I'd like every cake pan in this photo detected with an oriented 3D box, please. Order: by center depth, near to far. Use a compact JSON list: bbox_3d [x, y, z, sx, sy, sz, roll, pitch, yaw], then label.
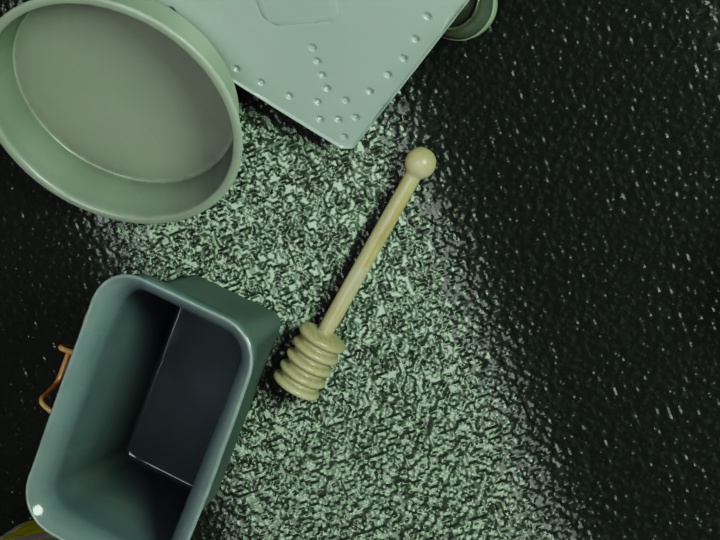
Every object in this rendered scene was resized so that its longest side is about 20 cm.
[{"bbox_3d":[-0.172,-0.120,1.495,0.199,0.037,0.201,11,135,12],"label":"cake pan"}]

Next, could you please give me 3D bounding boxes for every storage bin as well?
[{"bbox_3d":[-0.144,0.095,1.519,0.145,0.134,0.201,24,105,11],"label":"storage bin"}]

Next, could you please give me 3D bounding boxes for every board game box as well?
[{"bbox_3d":[-0.043,-0.195,1.417,0.199,0.026,0.200,31,135,-9],"label":"board game box"}]

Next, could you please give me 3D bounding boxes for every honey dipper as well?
[{"bbox_3d":[0.000,0.000,1.515,0.038,0.038,0.201,31,103,9],"label":"honey dipper"}]

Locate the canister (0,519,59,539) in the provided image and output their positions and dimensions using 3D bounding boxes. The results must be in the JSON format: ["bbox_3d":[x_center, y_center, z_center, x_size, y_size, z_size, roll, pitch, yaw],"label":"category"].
[{"bbox_3d":[-0.237,0.237,1.537,0.147,0.200,0.087,-15,96,19],"label":"canister"}]

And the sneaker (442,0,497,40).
[{"bbox_3d":[0.006,-0.230,1.430,0.075,0.106,0.200,-44,86,19],"label":"sneaker"}]
